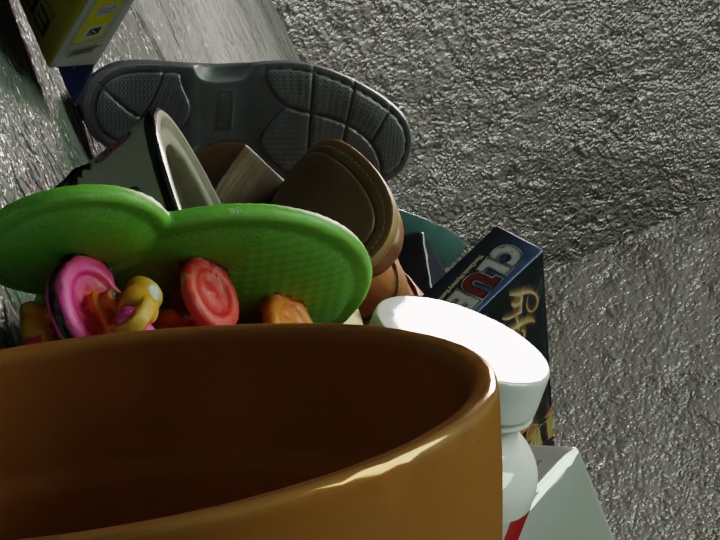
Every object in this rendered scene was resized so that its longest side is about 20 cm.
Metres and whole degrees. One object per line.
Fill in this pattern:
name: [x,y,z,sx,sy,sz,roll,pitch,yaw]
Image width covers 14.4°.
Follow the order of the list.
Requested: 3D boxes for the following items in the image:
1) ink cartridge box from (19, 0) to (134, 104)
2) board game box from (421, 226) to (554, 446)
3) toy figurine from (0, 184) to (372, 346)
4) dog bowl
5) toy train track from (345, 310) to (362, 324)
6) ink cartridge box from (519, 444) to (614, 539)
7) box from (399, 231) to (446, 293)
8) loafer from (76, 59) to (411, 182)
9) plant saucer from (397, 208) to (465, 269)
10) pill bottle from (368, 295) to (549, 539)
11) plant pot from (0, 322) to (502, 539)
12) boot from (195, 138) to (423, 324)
ink cartridge box: [-0.173,-0.215,1.504,0.199,0.047,0.200,65,-34,16]
board game box: [0.052,0.093,1.563,0.034,0.135,0.201,27,-37,31]
toy figurine: [-0.068,0.080,1.180,0.200,0.150,0.185,27,45,-49]
dog bowl: [-0.091,0.026,1.407,0.200,0.073,0.201,-23,90,-85]
toy train track: [0.017,0.053,1.431,0.199,0.032,0.116,0,69,-49]
ink cartridge box: [0.037,0.167,1.458,0.083,0.199,0.146,-44,120,-38]
box: [0.015,0.098,1.860,0.197,0.116,0.202,54,26,-75]
loafer: [-0.069,-0.092,1.667,0.063,0.199,0.072,-149,-112,-69]
plant saucer: [-0.029,-0.024,1.927,0.200,0.199,0.028,52,48,-76]
pill bottle: [0.014,0.119,1.306,0.112,0.111,0.201,-104,-148,-67]
plant pot: [-0.057,0.103,0.684,0.200,0.198,0.141,-93,175,-79]
boot: [0.000,0.000,1.548,0.155,0.074,0.200,44,-11,-31]
